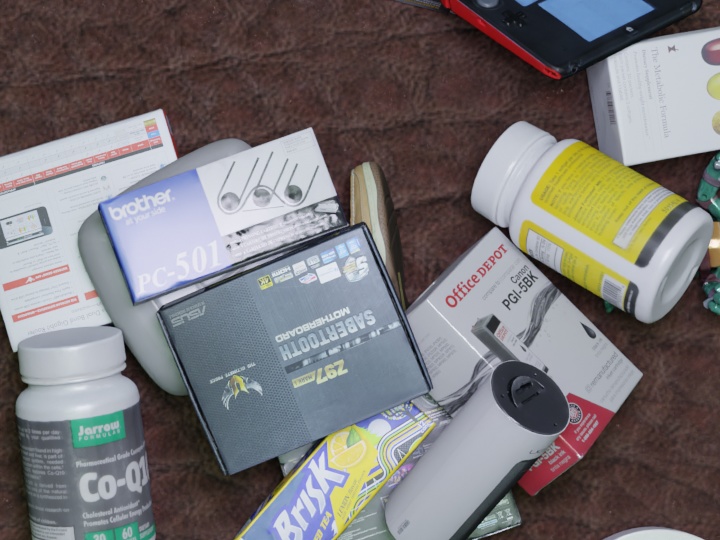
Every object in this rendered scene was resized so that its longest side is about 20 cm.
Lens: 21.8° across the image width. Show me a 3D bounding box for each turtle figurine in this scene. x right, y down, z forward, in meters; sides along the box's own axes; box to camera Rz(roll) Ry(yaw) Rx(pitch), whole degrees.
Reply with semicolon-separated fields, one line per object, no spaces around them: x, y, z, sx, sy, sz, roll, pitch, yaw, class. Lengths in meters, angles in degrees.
0.322;-0.024;1.754;0.199;0.101;0.150;-9;71;12;turtle figurine

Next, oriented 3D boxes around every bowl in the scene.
-0.137;-0.005;1.695;0.199;0.075;0.200;-31;91;-10;bowl

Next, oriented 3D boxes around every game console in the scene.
0.189;-0.257;1.723;0.200;0.031;0.177;-29;50;-30;game console

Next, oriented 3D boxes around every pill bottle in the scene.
0.207;-0.048;1.692;0.200;0.114;0.114;32;85;21;pill bottle
-0.250;0.158;1.687;0.113;0.113;0.201;-7;99;-3;pill bottle

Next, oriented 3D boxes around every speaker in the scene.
0.100;0.167;1.637;0.081;0.081;0.200;36;129;0;speaker

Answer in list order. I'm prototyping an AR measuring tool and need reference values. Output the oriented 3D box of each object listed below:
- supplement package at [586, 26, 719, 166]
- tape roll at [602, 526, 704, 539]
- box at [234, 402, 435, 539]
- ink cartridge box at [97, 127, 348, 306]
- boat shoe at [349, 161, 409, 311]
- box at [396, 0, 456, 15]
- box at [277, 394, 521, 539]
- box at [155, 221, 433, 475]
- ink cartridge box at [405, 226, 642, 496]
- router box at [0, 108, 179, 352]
0.323;-0.169;1.751;0.199;0.110;0.114;-11;95;-3;supplement package
0.278;0.342;1.757;0.202;0.037;0.204;0;86;-3;tape roll
-0.024;0.191;1.687;0.070;0.064;0.200;41;86;1;box
-0.121;-0.047;1.640;0.199;0.044;0.094;-21;87;-10;ink cartridge box
0.000;0.000;1.755;0.076;0.072;0.201;-8;85;13;boat shoe
0.051;-0.359;1.788;0.158;0.048;0.201;13;86;-1;box
0.032;0.192;1.751;0.199;0.044;0.161;-19;87;-4;box
-0.056;0.067;1.625;0.199;0.051;0.158;-22;96;2;box
0.139;0.080;1.711;0.200;0.083;0.147;45;44;0;ink cartridge box
-0.253;-0.036;1.751;0.199;0.049;0.180;-16;87;-4;router box
